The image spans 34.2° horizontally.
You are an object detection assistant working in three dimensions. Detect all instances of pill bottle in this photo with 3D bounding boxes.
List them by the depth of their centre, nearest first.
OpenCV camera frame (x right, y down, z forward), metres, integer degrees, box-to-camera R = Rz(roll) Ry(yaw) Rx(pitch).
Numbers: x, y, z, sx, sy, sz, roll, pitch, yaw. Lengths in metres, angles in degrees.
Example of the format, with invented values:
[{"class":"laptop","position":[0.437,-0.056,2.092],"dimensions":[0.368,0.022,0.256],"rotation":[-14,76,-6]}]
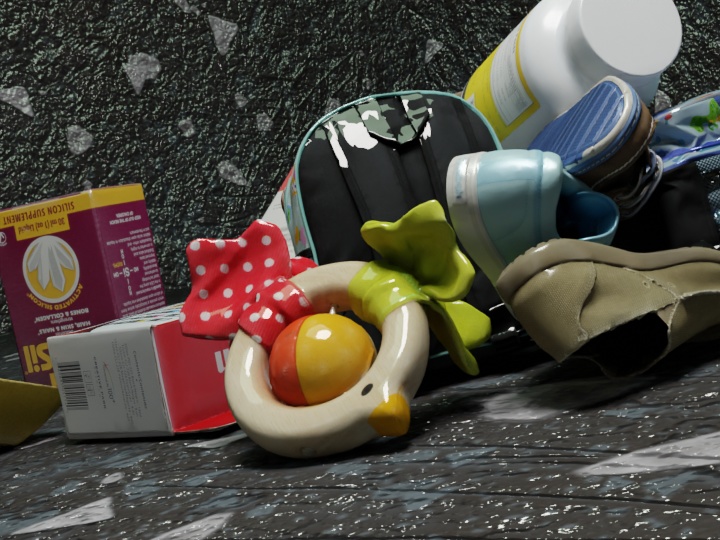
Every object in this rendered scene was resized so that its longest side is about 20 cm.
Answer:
[{"class":"pill bottle","position":[0.159,-0.147,0.895],"dimensions":[0.111,0.113,0.200],"rotation":[-13,-9,-20]}]

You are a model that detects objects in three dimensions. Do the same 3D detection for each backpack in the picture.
[{"class":"backpack","position":[0.032,-0.023,0.861],"dimensions":[0.174,0.202,0.153],"rotation":[-14,-6,-8]},{"class":"backpack","position":[0.278,-0.057,0.866],"dimensions":[0.198,0.148,0.183],"rotation":[-9,-7,-15]}]

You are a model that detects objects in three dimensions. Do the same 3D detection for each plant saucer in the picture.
[{"class":"plant saucer","position":[-0.371,0.115,0.933],"dimensions":[0.199,0.049,0.199],"rotation":[-11,-17,34]}]

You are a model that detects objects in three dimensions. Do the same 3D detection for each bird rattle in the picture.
[{"class":"bird rattle","position":[-0.026,0.034,0.699],"dimensions":[0.198,0.113,0.164],"rotation":[-3,48,16]}]

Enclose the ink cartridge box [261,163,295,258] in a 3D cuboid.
[{"class":"ink cartridge box","position":[-0.046,-0.019,1.172],"dimensions":[0.146,0.083,0.201],"rotation":[-7,49,54]}]

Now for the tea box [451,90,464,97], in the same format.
[{"class":"tea box","position":[0.150,-0.074,1.142],"dimensions":[0.133,0.199,0.200],"rotation":[1,-3,-25]}]

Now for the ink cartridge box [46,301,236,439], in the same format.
[{"class":"ink cartridge box","position":[-0.108,0.064,0.917],"dimensions":[0.175,0.085,0.199],"rotation":[-8,5,41]}]

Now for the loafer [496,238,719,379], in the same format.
[{"class":"loafer","position":[0.166,0.029,0.696],"dimensions":[0.199,0.068,0.076],"rotation":[3,-31,-32]}]

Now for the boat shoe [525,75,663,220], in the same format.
[{"class":"boat shoe","position":[0.161,-0.074,0.772],"dimensions":[0.072,0.072,0.200],"rotation":[-56,4,-1]}]

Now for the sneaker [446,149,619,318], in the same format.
[{"class":"sneaker","position":[0.127,-0.013,0.727],"dimensions":[0.081,0.075,0.200],"rotation":[-3,-21,29]}]

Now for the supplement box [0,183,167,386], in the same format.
[{"class":"supplement box","position":[-0.278,0.023,1.182],"dimensions":[0.130,0.202,0.103],"rotation":[-11,4,20]}]

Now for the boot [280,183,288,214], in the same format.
[{"class":"boot","position":[0.000,0.000,1.019],"dimensions":[0.075,0.200,0.097],"rotation":[-55,12,-22]}]
